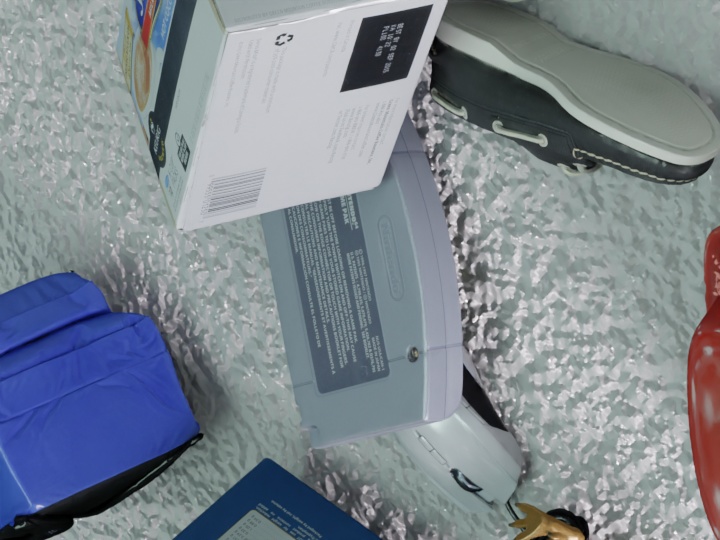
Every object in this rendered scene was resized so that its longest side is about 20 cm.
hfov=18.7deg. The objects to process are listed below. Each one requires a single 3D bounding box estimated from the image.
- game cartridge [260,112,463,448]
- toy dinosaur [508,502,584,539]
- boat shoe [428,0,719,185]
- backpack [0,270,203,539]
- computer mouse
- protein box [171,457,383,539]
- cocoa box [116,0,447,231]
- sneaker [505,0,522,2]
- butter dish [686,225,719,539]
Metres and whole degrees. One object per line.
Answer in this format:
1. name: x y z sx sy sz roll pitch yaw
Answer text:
1. game cartridge: 0.000 0.000 1.334 0.133 0.041 0.202 -17 81 50
2. toy dinosaur: 0.132 0.180 1.291 0.199 0.106 0.061 -21 52 35
3. boat shoe: 0.111 -0.086 1.194 0.199 0.074 0.061 30 127 34
4. backpack: -0.225 0.102 1.542 0.200 0.161 0.169 -37 73 58
5. computer mouse: 0.060 0.117 1.356 0.110 0.044 0.201 -39 81 46
6. protein box: -0.055 0.268 1.400 0.198 0.200 0.136 32 146 29
7. cocoa box: -0.049 -0.138 1.208 0.200 0.132 0.132 111 141 -58
8. sneaker: 0.046 -0.237 1.176 0.075 0.084 0.202 -8 103 45
9. butter dish: 0.236 0.089 1.103 0.199 0.147 0.201 6 112 42
